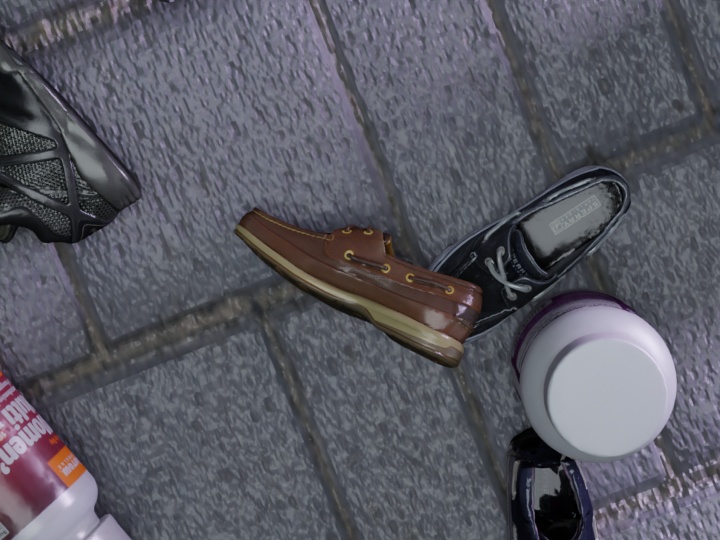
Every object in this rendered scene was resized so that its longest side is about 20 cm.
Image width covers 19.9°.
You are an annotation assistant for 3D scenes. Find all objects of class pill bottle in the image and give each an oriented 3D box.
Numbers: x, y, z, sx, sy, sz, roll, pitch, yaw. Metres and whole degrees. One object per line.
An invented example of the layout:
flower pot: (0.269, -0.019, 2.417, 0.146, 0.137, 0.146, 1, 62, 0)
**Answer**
pill bottle: (0.168, 0.077, 1.484, 0.112, 0.200, 0.113, 0, 96, 1)
pill bottle: (-0.268, 0.161, 1.543, 0.110, 0.110, 0.200, -41, 94, 4)

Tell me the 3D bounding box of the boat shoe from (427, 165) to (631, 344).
boat shoe: (0.119, -0.007, 1.543, 0.200, 0.068, 0.072, -34, 94, 4)

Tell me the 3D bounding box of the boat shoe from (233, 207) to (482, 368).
boat shoe: (0.000, 0.000, 1.536, 0.200, 0.072, 0.068, 28, 85, 16)

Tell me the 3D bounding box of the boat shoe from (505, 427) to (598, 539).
boat shoe: (0.146, 0.223, 1.553, 0.075, 0.093, 0.200, -11, 95, 2)

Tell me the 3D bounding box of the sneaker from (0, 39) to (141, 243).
sneaker: (-0.268, -0.098, 1.535, 0.114, 0.076, 0.200, -40, 99, -2)

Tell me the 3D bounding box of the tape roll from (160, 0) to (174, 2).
tape roll: (-0.138, -0.293, 1.452, 0.066, 0.200, 0.201, 16, 96, -3)
